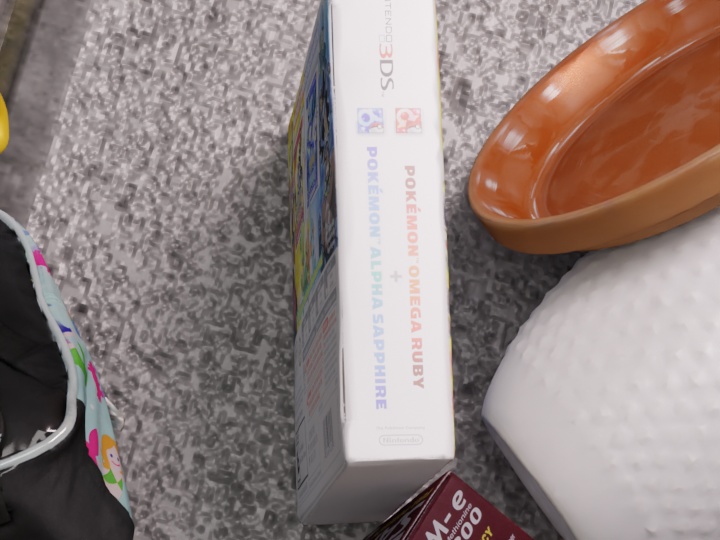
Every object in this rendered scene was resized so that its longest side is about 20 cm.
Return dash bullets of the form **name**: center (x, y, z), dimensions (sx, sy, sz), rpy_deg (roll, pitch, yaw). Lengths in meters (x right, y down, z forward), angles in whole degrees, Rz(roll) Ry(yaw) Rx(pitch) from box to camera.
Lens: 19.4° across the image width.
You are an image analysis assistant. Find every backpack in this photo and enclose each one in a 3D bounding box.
- **backpack**: center (-0.184, 0.070, 0.827), dimensions (0.177, 0.151, 0.200), rpy_deg (-21, 41, -7)

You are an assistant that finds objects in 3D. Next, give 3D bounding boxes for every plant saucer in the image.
- **plant saucer**: center (0.136, -0.071, 0.874), dimensions (0.200, 0.200, 0.032), rpy_deg (-38, 109, -10)

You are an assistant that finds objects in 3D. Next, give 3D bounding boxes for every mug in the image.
- **mug**: center (0.159, 0.064, 0.865), dimensions (0.175, 0.148, 0.200), rpy_deg (-35, 91, -2)

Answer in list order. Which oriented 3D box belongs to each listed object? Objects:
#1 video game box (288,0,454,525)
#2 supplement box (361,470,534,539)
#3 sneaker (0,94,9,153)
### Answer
- **video game box**: center (0.000, 0.000, 0.841), dimensions (0.047, 0.200, 0.183), rpy_deg (-3, 78, -7)
- **supplement box**: center (0.074, 0.179, 0.829), dimensions (0.200, 0.109, 0.061), rpy_deg (40, 52, -4)
- **sneaker**: center (-0.198, -0.019, 0.758), dimensions (0.082, 0.078, 0.200), rpy_deg (4, 41, 25)
